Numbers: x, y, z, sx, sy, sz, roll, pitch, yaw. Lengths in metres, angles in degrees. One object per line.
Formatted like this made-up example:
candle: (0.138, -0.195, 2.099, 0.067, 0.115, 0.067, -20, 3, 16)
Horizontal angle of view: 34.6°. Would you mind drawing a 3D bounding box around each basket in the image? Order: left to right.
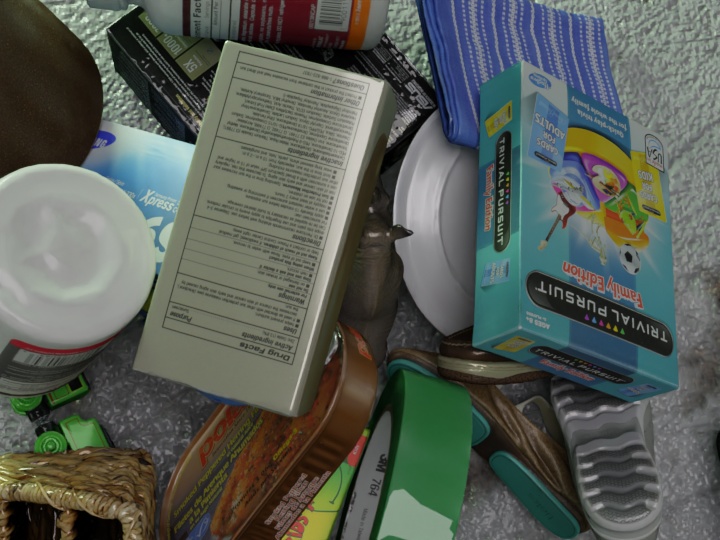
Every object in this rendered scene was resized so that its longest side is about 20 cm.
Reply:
basket: (-0.203, 0.225, 0.743, 0.143, 0.149, 0.200, 0, 97, -8)

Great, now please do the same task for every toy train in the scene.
toy train: (-0.232, 0.077, 0.843, 0.056, 0.042, 0.200, -24, 84, -21)

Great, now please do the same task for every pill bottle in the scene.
pill bottle: (-0.209, 0.019, 0.736, 0.111, 0.200, 0.111, 10, 68, -24)
pill bottle: (-0.081, -0.213, 0.786, 0.200, 0.113, 0.113, 4, 80, -7)

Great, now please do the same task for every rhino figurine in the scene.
rhino figurine: (0.000, 0.000, 0.796, 0.060, 0.200, 0.087, 0, 50, -10)

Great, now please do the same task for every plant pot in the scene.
plant pot: (-0.295, -0.150, 0.763, 0.187, 0.200, 0.187, -4, 66, 10)

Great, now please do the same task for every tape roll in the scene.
tape roll: (0.022, 0.168, 0.777, 0.048, 0.200, 0.201, 16, 79, -4)

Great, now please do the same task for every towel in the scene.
towel: (0.130, -0.149, 0.879, 0.200, 0.024, 0.145, 5, 66, -36)

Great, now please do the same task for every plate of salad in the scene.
plate of salad: (0.100, -0.039, 0.884, 0.200, 0.048, 0.200, -2, 93, -35)

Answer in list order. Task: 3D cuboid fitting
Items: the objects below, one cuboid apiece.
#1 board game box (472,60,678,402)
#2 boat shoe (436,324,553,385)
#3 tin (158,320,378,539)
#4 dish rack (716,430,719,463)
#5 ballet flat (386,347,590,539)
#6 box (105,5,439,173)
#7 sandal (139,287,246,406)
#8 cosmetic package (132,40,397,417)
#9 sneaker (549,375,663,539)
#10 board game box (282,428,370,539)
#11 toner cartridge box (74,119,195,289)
board game box: (0.151, -0.026, 0.803, 0.151, 0.047, 0.200, 20, 61, -31)
boat shoe: (0.129, 0.032, 0.839, 0.202, 0.075, 0.075, -9, 99, -44)
tin: (-0.062, 0.117, 0.765, 0.042, 0.112, 0.200, 29, 105, -36)
dish rack: (0.379, 0.175, 0.898, 0.200, 0.055, 0.154, -8, 82, -9)
ballet flat: (0.109, 0.113, 0.873, 0.200, 0.068, 0.072, 41, 58, 1)
box: (-0.064, -0.140, 0.877, 0.164, 0.086, 0.200, -40, 87, -13)
sandal: (-0.111, 0.032, 0.807, 0.079, 0.087, 0.200, -45, 44, -3)
cosmetic package: (-0.053, -0.023, 0.689, 0.105, 0.071, 0.200, 17, 89, 7)
sneaker: (0.177, 0.132, 0.840, 0.075, 0.200, 0.082, -2, 125, 11)
board game box: (-0.057, 0.198, 0.811, 0.048, 0.102, 0.200, 23, 78, -4)
toner cartridge box: (-0.159, -0.047, 0.806, 0.200, 0.043, 0.095, 18, 70, 41)
